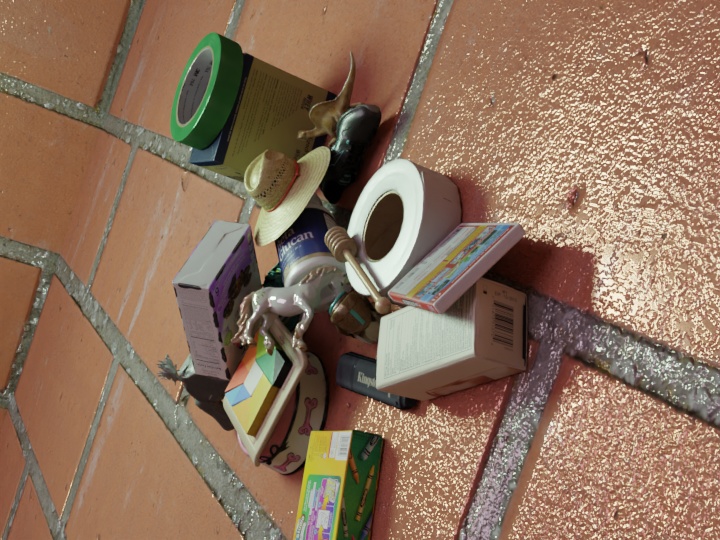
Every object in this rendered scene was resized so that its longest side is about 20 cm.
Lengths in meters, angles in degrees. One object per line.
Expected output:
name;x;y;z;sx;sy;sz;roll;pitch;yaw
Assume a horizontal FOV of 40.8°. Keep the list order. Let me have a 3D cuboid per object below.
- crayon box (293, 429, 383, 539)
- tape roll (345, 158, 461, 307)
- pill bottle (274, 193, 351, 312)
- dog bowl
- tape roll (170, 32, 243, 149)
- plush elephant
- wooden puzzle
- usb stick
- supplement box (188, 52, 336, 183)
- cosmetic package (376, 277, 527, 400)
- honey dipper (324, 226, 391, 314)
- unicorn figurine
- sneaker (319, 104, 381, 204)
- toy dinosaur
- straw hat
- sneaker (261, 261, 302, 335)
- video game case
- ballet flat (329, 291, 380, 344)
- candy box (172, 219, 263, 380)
crayon box;-0.035;0.329;1.359;0.118;0.057;0.204;-15;62;56
tape roll;0.059;-0.054;1.393;0.202;0.070;0.206;-37;45;46
pill bottle;-0.084;-0.038;1.585;0.112;0.110;0.202;-53;35;29
dog bowl;-0.133;0.223;1.568;0.199;0.073;0.204;-36;45;47
tape roll;-0.275;-0.319;1.721;0.200;0.047;0.204;-36;46;47
plush elephant;-0.260;0.163;1.746;0.166;0.197;0.156;-56;14;39
wooden puzzle;-0.160;0.177;1.528;0.203;0.037;0.185;-66;30;11
usb stick;0.021;0.156;1.381;0.199;0.032;0.057;9;81;60
supplement box;-0.179;-0.260;1.775;0.134;0.197;0.204;8;81;60
cosmetic package;0.111;0.090;1.209;0.199;0.086;0.105;-25;54;51
honey dipper;0.000;0.000;1.364;0.038;0.037;0.200;-61;35;18
unicorn figurine;-0.098;0.055;1.454;0.074;0.196;0.140;78;-163;-56
sneaker;-0.015;-0.192;1.608;0.201;0.074;0.080;-53;43;46
toy dinosaur;-0.034;-0.265;1.630;0.200;0.100;0.059;-47;38;37
straw hat;-0.142;-0.147;1.576;0.201;0.085;0.203;-42;26;25
sneaker;-0.128;0.018;1.663;0.077;0.079;0.204;-30;49;50
video game case;0.115;-0.007;1.206;0.143;0.018;0.200;-43;11;-9
ballet flat;0.001;0.072;1.400;0.068;0.072;0.200;-52;-8;-4
candy box;-0.228;0.049;1.604;0.169;0.070;0.203;-64;-25;-46
